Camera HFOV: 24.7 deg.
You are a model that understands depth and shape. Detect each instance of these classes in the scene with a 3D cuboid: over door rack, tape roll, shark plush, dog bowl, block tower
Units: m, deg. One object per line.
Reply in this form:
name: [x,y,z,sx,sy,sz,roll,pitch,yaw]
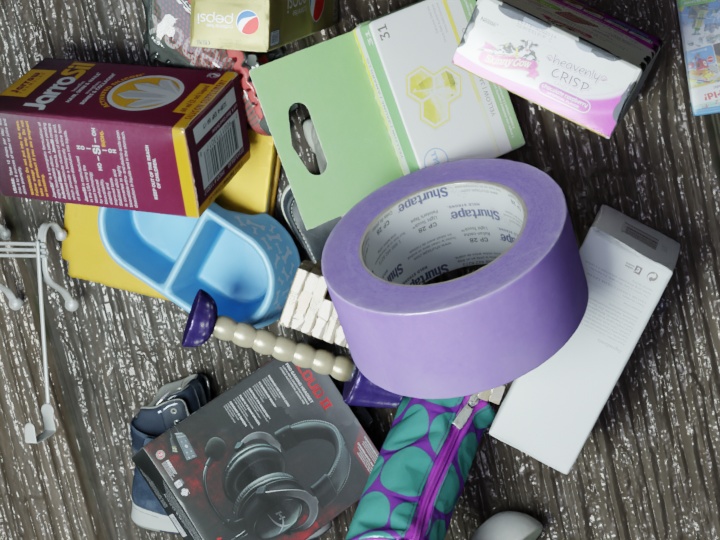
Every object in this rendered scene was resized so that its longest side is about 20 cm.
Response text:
over door rack: [-0.342,0.057,1.544,0.146,0.066,0.203,0,86,26]
tape roll: [0.074,0.003,1.289,0.197,0.201,0.086,-7,126,17]
shark plush: [0.011,-0.085,1.407,0.082,0.091,0.202,-16,69,-8]
dog bowl: [-0.148,-0.021,1.469,0.199,0.050,0.112,33,110,6]
block tower: [0.035,0.049,1.402,0.198,0.054,0.058,21,104,3]

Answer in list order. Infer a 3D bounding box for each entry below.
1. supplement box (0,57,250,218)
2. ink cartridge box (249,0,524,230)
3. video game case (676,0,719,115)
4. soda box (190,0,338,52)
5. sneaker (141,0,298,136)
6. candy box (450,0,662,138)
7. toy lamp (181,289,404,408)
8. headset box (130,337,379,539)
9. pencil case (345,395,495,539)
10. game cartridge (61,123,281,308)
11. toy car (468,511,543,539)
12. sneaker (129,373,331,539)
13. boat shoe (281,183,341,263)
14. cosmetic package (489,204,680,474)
supplement box: [-0.208,-0.117,1.412,0.198,0.111,0.087,7,124,21]
ink cartridge box: [0.024,-0.136,1.369,0.198,0.048,0.147,-24,99,-21]
video game case: [0.327,-0.236,1.333,0.141,0.018,0.203,-7,101,16]
soda box: [-0.075,-0.225,1.350,0.067,0.200,0.065,6,105,14]
sneaker: [-0.134,-0.197,1.443,0.097,0.071,0.202,-30,96,25]
candy box: [0.160,-0.173,1.298,0.135,0.200,0.062,27,108,8]
toy lamp: [-0.054,0.073,1.426,0.198,0.058,0.059,17,108,-10]
headset box: [-0.080,0.169,1.464,0.199,0.077,0.150,-33,88,-21]
pencil case: [0.051,0.181,1.408,0.085,0.201,0.092,35,137,-12]
game cartridge: [-0.175,-0.062,1.510,0.198,0.032,0.179,13,106,15]
toy car: [0.126,0.327,1.442,0.175,0.199,0.151,46,128,18]
sneaker: [-0.124,0.176,1.526,0.200,0.077,0.148,6,107,15]
boat shoe: [0.000,0.000,1.458,0.074,0.062,0.201,-37,90,22]
cosmetic package: [0.191,0.057,1.393,0.081,0.113,0.202,28,107,7]
